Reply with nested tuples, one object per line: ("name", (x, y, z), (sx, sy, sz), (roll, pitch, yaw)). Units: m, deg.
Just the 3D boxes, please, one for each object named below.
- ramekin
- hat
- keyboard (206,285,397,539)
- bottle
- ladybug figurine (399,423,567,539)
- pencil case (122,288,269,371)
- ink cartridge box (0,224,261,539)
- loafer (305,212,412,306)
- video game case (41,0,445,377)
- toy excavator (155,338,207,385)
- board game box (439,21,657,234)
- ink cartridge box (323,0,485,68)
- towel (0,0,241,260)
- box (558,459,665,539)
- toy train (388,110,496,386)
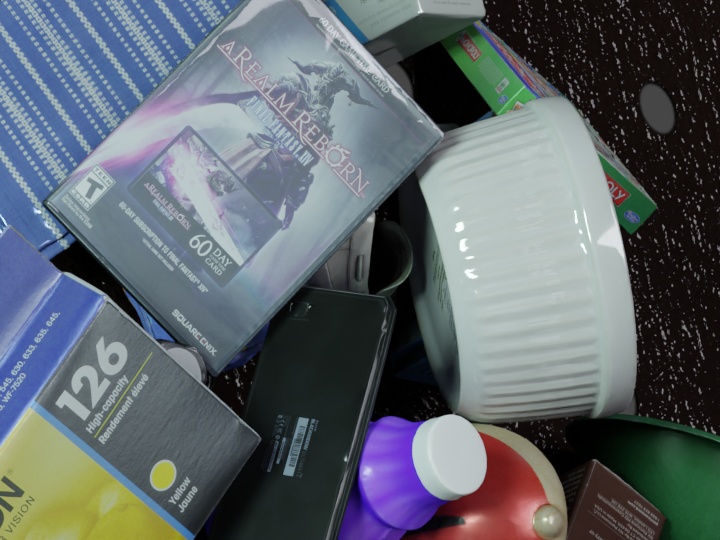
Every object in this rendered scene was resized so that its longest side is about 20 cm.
("ramekin", (0.091, -0.001, 1.682), (0.105, 0.200, 0.201), (-11, 80, -8))
("hat", (0.208, 0.213, 1.838), (0.199, 0.166, 0.177), (23, 72, -13))
("keyboard", (-0.057, 0.101, 1.587), (0.021, 0.127, 0.201), (52, 50, -60))
("bottle", (-0.010, 0.130, 1.617), (0.065, 0.200, 0.084), (-6, 78, -44))
("ladybug figurine", (0.044, 0.158, 1.658), (0.072, 0.200, 0.136), (11, 71, -38))
("pencil case", (-0.126, -0.027, 1.657), (0.087, 0.078, 0.201), (-30, 96, -25))
("ink cartridge box", (-0.173, 0.113, 1.478), (0.198, 0.047, 0.200), (-55, 130, -12))
("loafer", (0.000, 0.000, 1.715), (0.200, 0.069, 0.070), (47, 43, -71))
("video game case", (-0.066, -0.059, 1.592), (0.200, 0.019, 0.143), (-46, 103, -10))
("toy excavator", (-0.199, 0.112, 1.531), (0.194, 0.100, 0.201), (26, 71, -40))
("board game box", (0.120, -0.110, 1.867), (0.134, 0.029, 0.200), (40, 9, -26))
("ink cartridge box", (0.003, -0.245, 1.836), (0.068, 0.115, 0.201), (-2, 75, -44))
("towel", (-0.156, -0.110, 1.606), (0.200, 0.024, 0.145), (-36, 83, -13))
("box", (0.118, 0.230, 1.765), (0.075, 0.100, 0.200), (39, 51, -16))
("toy train", (0.077, -0.012, 1.839), (0.114, 0.087, 0.201), (13, 65, -32))
